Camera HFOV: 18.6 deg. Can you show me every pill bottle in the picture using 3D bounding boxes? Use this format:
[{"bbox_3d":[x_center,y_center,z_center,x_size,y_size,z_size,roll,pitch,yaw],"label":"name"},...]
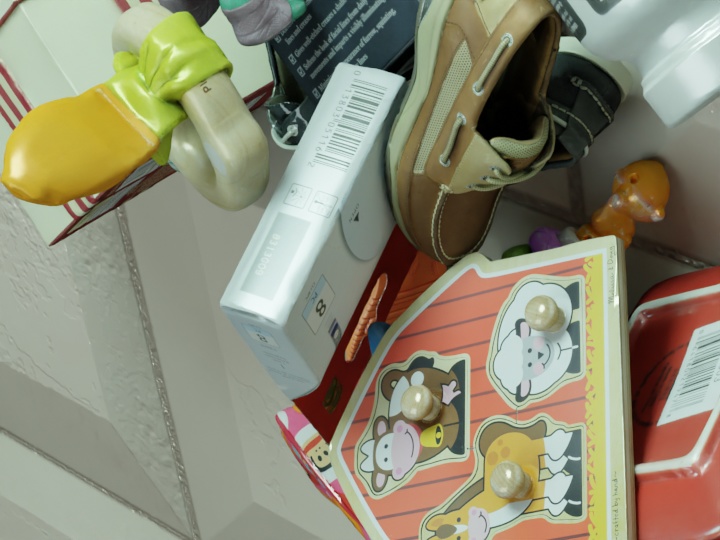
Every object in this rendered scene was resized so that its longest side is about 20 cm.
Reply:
[{"bbox_3d":[0.133,-0.179,1.101,0.201,0.116,0.116,54,147,3],"label":"pill bottle"}]

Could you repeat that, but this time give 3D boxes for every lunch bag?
[{"bbox_3d":[0.035,0.165,1.477,0.176,0.082,0.200,51,178,30],"label":"lunch bag"}]

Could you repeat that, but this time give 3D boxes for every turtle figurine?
[{"bbox_3d":[-0.107,-0.219,1.205,0.150,0.100,0.201,36,156,51],"label":"turtle figurine"}]

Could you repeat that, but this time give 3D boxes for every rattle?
[{"bbox_3d":[-0.133,-0.061,1.250,0.130,0.143,0.200,41,166,-13],"label":"rattle"}]

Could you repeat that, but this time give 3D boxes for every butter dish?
[{"bbox_3d":[0.214,0.102,1.207,0.148,0.201,0.199,41,152,-18],"label":"butter dish"}]

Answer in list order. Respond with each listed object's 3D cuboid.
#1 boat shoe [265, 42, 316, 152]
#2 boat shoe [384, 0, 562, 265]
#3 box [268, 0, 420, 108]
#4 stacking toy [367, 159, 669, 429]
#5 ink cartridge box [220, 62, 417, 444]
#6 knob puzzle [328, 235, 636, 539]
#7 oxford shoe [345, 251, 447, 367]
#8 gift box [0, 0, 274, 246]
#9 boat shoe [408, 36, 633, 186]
[{"bbox_3d":[-0.033,-0.109,1.383,0.075,0.060,0.202,10,108,62],"label":"boat shoe"},{"bbox_3d":[0.065,-0.078,1.185,0.074,0.075,0.201,40,144,31],"label":"boat shoe"},{"bbox_3d":[-0.010,-0.213,1.269,0.201,0.107,0.148,54,148,2],"label":"box"},{"bbox_3d":[0.111,0.015,1.280,0.200,0.109,0.116,-51,49,14],"label":"stacking toy"},{"bbox_3d":[0.000,0.000,1.273,0.047,0.161,0.200,16,159,25],"label":"ink cartridge box"},{"bbox_3d":[0.056,0.082,1.204,0.219,0.221,0.030,19,176,44],"label":"knob puzzle"},{"bbox_3d":[0.017,-0.007,1.460,0.073,0.071,0.201,55,145,36],"label":"oxford shoe"},{"bbox_3d":[-0.183,-0.148,1.476,0.188,0.199,0.184,57,142,2],"label":"gift box"},{"bbox_3d":[0.074,-0.083,1.290,0.072,0.068,0.199,32,158,-26],"label":"boat shoe"}]
